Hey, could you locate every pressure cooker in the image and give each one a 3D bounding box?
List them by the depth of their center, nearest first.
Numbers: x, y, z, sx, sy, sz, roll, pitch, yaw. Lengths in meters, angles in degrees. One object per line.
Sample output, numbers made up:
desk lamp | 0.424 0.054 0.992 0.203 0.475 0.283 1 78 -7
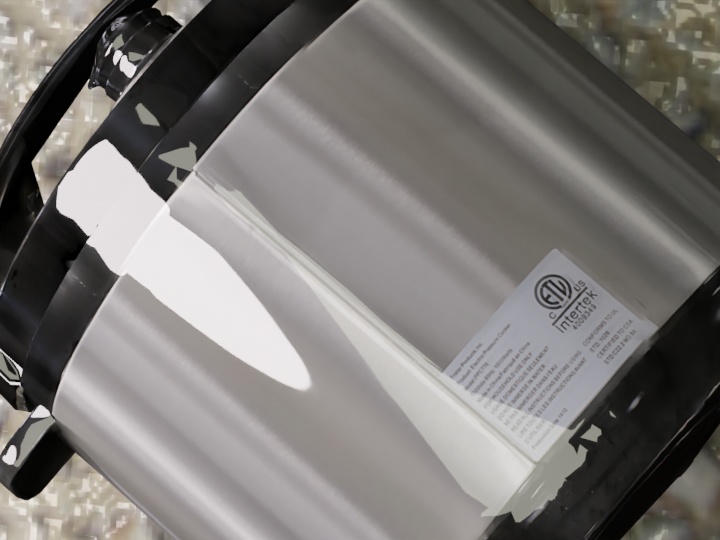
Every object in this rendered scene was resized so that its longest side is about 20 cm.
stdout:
pressure cooker | 0.000 -0.001 0.762 0.200 0.176 0.179 40 130 9
